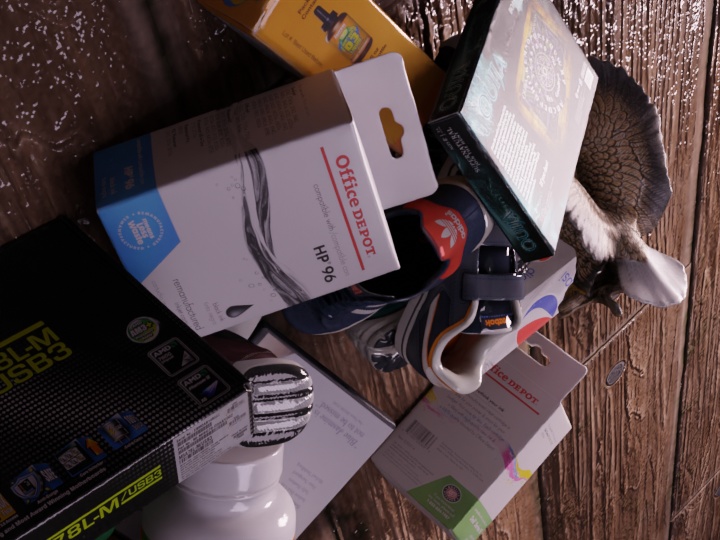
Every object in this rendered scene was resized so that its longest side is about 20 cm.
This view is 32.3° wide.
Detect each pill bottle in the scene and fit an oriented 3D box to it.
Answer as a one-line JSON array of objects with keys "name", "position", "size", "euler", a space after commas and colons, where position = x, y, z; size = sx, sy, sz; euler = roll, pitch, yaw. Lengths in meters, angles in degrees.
[{"name": "pill bottle", "position": [-0.104, 0.209, 0.895], "size": [0.111, 0.111, 0.202], "euler": [-13, 116, -45]}]

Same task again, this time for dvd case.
[{"name": "dvd case", "position": [-0.087, 0.152, 0.951], "size": [0.142, 0.018, 0.200], "euler": [39, 96, -25]}]

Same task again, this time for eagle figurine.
[{"name": "eagle figurine", "position": [0.191, -0.061, 1.059], "size": [0.149, 0.152, 0.202], "euler": [-9, 118, 6]}]

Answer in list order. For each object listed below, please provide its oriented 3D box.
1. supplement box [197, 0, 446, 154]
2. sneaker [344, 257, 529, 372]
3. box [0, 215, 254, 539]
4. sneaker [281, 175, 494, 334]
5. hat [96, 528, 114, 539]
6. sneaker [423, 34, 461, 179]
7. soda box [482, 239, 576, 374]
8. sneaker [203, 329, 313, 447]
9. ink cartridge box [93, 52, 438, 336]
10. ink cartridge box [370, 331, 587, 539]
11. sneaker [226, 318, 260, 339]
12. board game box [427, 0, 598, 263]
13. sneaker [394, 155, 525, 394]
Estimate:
[{"name": "supplement box", "position": [-0.018, -0.148, 0.808], "size": [0.067, 0.069, 0.200], "euler": [-56, 148, 2]}, {"name": "sneaker", "position": [0.065, 0.012, 1.041], "size": [0.199, 0.080, 0.078], "euler": [-19, 144, -36]}, {"name": "box", "position": [-0.191, 0.072, 0.678], "size": [0.199, 0.193, 0.048], "euler": [-31, 143, -29]}, {"name": "sneaker", "position": [0.000, 0.000, 0.885], "size": [0.199, 0.075, 0.084], "euler": [-34, -175, 37]}, {"name": "hat", "position": [-0.180, 0.164, 0.785], "size": [0.199, 0.176, 0.166], "euler": [21, 103, -56]}, {"name": "sneaker", "position": [0.049, -0.074, 0.947], "size": [0.113, 0.075, 0.201], "euler": [-29, 139, -32]}, {"name": "soda box", "position": [0.138, 0.021, 1.150], "size": [0.199, 0.068, 0.064], "euler": [-36, 143, -26]}, {"name": "sneaker", "position": [-0.139, 0.077, 0.817], "size": [0.198, 0.115, 0.076], "euler": [3, 104, -24]}, {"name": "ink cartridge box", "position": [-0.050, -0.043, 0.765], "size": [0.198, 0.068, 0.117], "euler": [-20, 128, 1]}, {"name": "ink cartridge box", "position": [0.121, 0.151, 1.200], "size": [0.200, 0.117, 0.067], "euler": [-46, 147, -10]}, {"name": "sneaker", "position": [-0.056, -0.018, 0.858], "size": [0.073, 0.084, 0.201], "euler": [-14, 132, -55]}, {"name": "board game box", "position": [0.115, -0.124, 0.893], "size": [0.136, 0.028, 0.201], "euler": [51, 42, -30]}, {"name": "sneaker", "position": [0.090, -0.003, 0.925], "size": [0.078, 0.079, 0.202], "euler": [-3, 118, -34]}]
